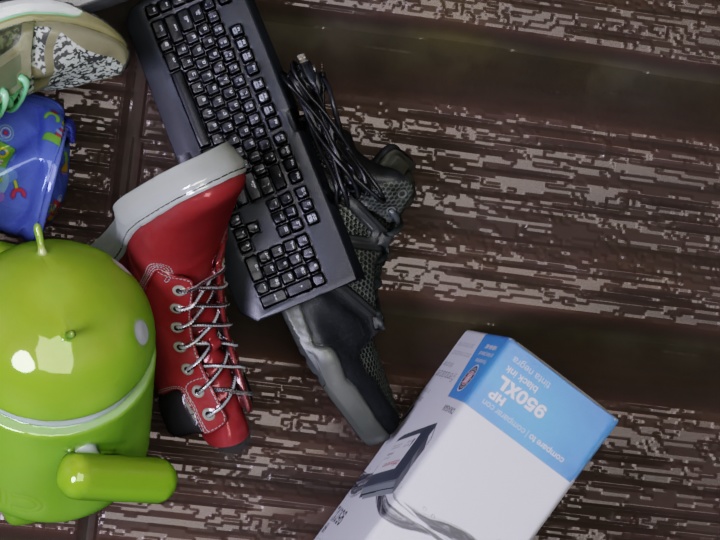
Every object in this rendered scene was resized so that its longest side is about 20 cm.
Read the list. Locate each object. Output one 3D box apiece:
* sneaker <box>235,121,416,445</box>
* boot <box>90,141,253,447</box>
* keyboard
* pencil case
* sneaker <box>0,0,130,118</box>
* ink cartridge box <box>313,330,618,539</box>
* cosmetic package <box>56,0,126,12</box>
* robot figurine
[{"bbox_3d":[0.000,0.000,1.576,0.114,0.076,0.200,-23,90,-1],"label":"sneaker"},{"bbox_3d":[-0.086,0.020,1.490,0.072,0.200,0.145,-23,79,-26],"label":"boot"},{"bbox_3d":[-0.057,-0.080,1.525,0.104,0.040,0.201,-23,85,-1],"label":"keyboard"},{"bbox_3d":[-0.261,-0.087,1.529,0.199,0.078,0.087,21,104,-10],"label":"pencil case"},{"bbox_3d":[-0.221,-0.093,1.462,0.199,0.077,0.089,-8,68,-21],"label":"sneaker"},{"bbox_3d":[0.048,0.140,1.552,0.084,0.145,0.200,37,85,-7],"label":"ink cartridge box"},{"bbox_3d":[-0.172,-0.250,1.536,0.106,0.090,0.201,-22,92,-11],"label":"cosmetic package"},{"bbox_3d":[-0.174,0.063,1.488,0.115,0.200,0.176,-14,56,-17],"label":"robot figurine"}]
